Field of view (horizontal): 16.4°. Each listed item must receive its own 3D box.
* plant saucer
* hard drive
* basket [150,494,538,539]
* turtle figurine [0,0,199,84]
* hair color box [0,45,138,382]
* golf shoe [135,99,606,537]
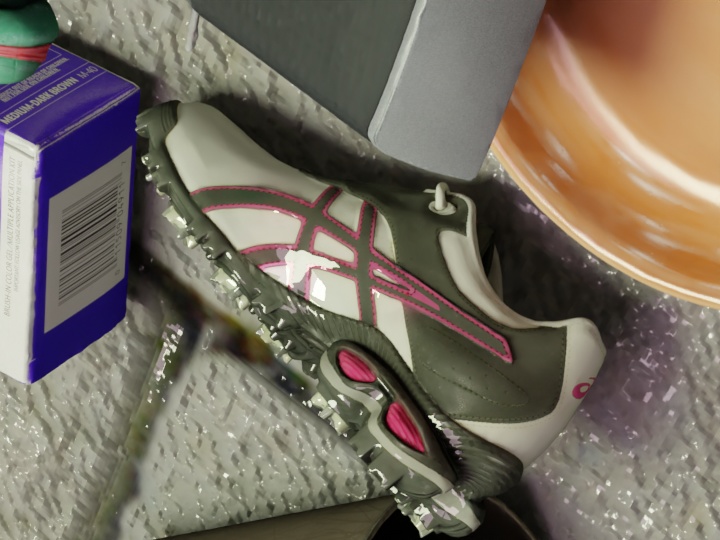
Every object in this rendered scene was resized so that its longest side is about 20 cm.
[{"bbox_3d":[0.111,-0.082,0.736,0.200,0.037,0.200,19,126,28],"label":"plant saucer"},{"bbox_3d":[0.011,-0.140,0.728,0.135,0.042,0.200,39,124,39],"label":"hard drive"},{"bbox_3d":[-0.031,0.166,0.938,0.200,0.136,0.181,-4,109,44],"label":"basket"},{"bbox_3d":[-0.109,-0.136,0.818,0.149,0.101,0.200,4,98,17],"label":"turtle figurine"},{"bbox_3d":[-0.183,-0.052,0.959,0.200,0.065,0.109,27,130,25],"label":"hair color box"},{"bbox_3d":[0.000,0.000,0.859,0.200,0.088,0.077,48,178,29],"label":"golf shoe"}]
